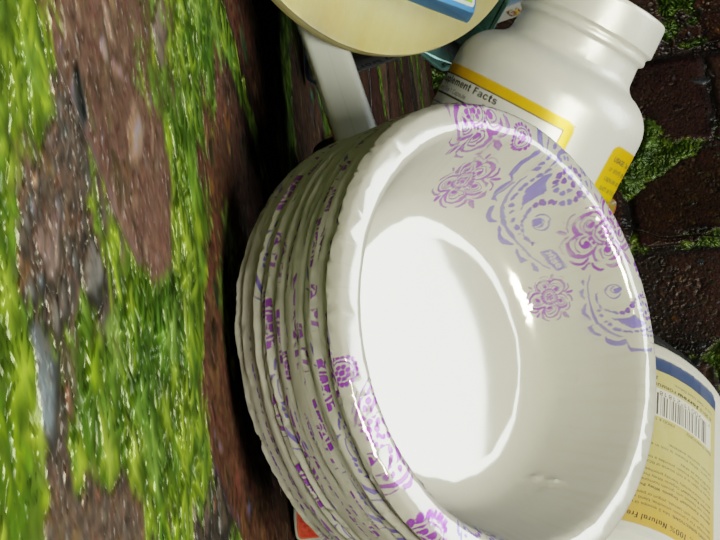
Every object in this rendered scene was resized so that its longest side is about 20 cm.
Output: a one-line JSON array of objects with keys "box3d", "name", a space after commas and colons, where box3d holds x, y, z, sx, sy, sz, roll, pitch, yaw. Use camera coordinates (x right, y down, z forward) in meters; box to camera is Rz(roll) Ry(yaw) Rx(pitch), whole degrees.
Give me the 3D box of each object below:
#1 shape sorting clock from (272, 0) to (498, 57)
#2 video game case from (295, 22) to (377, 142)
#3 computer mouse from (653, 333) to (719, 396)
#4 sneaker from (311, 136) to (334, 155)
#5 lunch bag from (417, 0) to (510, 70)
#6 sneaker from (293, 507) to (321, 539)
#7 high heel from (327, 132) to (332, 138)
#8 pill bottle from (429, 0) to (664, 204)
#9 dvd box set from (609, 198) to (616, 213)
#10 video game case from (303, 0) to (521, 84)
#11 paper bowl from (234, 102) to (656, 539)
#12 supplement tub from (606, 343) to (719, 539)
[{"box3d": [0.007, -0.203, 0.862, 0.039, 0.199, 0.202, -5, -88, 56], "name": "shape sorting clock"}, {"box3d": [-0.022, -0.132, 0.950, 0.182, 0.023, 0.201, 61, 10, -78], "name": "video game case"}, {"box3d": [0.163, 0.089, 1.042, 0.053, 0.200, 0.139, -20, 147, -51], "name": "computer mouse"}, {"box3d": [0.000, 0.000, 1.108, 0.200, 0.070, 0.076, 64, 31, -56], "name": "sneaker"}, {"box3d": [0.021, -0.231, 1.023, 0.171, 0.121, 0.201, -128, -159, -49], "name": "lunch bag"}, {"box3d": [0.003, 0.125, 0.906, 0.082, 0.076, 0.202, -92, -175, -69], "name": "sneaker"}, {"box3d": [0.029, -0.005, 1.257, 0.201, 0.067, 0.096, 63, 10, 13], "name": "high heel"}, {"box3d": [0.075, -0.048, 0.902, 0.201, 0.104, 0.104, -62, 178, 5], "name": "pill bottle"}, {"box3d": [0.068, 0.022, 1.065, 0.199, 0.029, 0.147, -10, 127, -53], "name": "dvd box set"}, {"box3d": [0.047, -0.211, 1.131, 0.018, 0.199, 0.144, 28, 52, -53], "name": "video game case"}, {"box3d": [0.029, 0.037, 0.777, 0.200, 0.104, 0.202, 15, 68, -42], "name": "paper bowl"}, {"box3d": [0.117, 0.145, 0.908, 0.201, 0.143, 0.145, -75, 160, -50], "name": "supplement tub"}]
